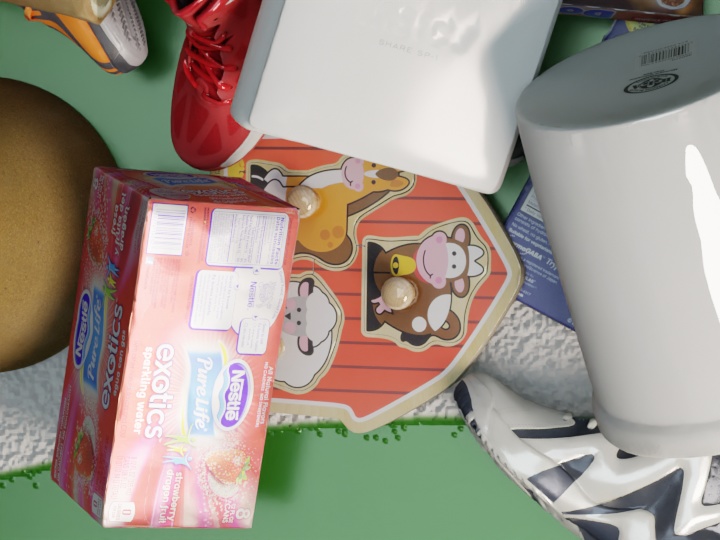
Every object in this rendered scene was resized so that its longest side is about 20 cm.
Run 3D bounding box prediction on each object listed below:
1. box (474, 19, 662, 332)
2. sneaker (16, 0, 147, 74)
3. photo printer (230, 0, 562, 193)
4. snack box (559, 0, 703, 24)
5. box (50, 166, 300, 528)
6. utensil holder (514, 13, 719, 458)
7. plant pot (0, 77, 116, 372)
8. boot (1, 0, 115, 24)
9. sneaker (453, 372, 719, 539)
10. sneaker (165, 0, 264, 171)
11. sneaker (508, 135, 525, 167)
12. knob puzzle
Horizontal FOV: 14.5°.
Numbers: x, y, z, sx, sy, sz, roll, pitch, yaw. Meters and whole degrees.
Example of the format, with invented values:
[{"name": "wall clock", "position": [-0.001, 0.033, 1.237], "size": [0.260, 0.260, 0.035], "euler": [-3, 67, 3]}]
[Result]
[{"name": "box", "position": [0.169, -0.055, 1.700], "size": [0.121, 0.032, 0.200], "euler": [29, 96, 6]}, {"name": "sneaker", "position": [-0.220, -0.180, 1.740], "size": [0.112, 0.078, 0.200], "euler": [-39, 75, 11]}, {"name": "photo printer", "position": [0.032, -0.158, 1.600], "size": [0.166, 0.069, 0.200], "euler": [15, 106, -11]}, {"name": "snack box", "position": [0.104, -0.190, 1.662], "size": [0.200, 0.024, 0.072], "euler": [5, 79, -7]}, {"name": "box", "position": [-0.111, 0.046, 1.682], "size": [0.102, 0.095, 0.200], "euler": [3, 103, -26]}, {"name": "utensil holder", "position": [0.187, -0.022, 1.578], "size": [0.170, 0.170, 0.200], "euler": [-16, 111, 8]}, {"name": "plant pot", "position": [-0.249, -0.026, 1.678], "size": [0.186, 0.200, 0.187], "euler": [0, 92, 7]}, {"name": "boot", "position": [-0.242, -0.173, 1.673], "size": [0.200, 0.066, 0.176], "euler": [12, 89, 17]}, {"name": "sneaker", "position": [0.162, 0.101, 1.687], "size": [0.199, 0.079, 0.130], "euler": [41, 85, 17]}, {"name": "sneaker", "position": [-0.093, -0.141, 1.659], "size": [0.078, 0.115, 0.200], "euler": [32, 119, 25]}, {"name": "sneaker", "position": [0.076, -0.163, 1.697], "size": [0.095, 0.079, 0.200], "euler": [-19, 90, -3]}, {"name": "knob puzzle", "position": [0.000, 0.000, 1.710], "size": [0.219, 0.030, 0.220], "euler": [0, 91, 19]}]
